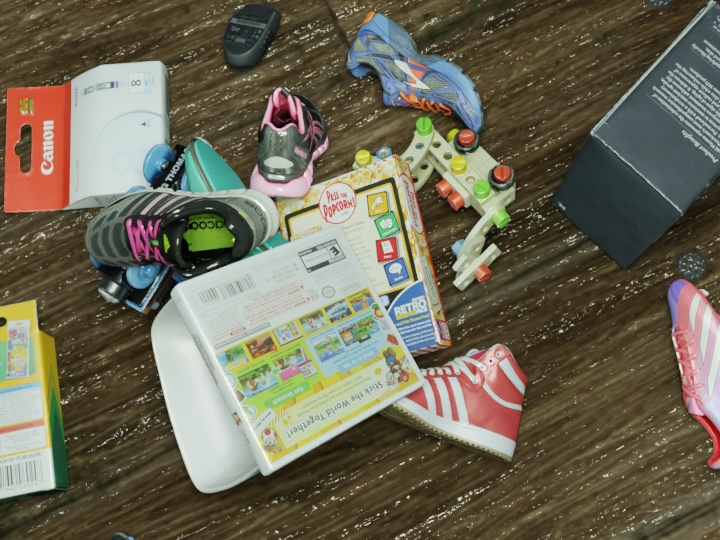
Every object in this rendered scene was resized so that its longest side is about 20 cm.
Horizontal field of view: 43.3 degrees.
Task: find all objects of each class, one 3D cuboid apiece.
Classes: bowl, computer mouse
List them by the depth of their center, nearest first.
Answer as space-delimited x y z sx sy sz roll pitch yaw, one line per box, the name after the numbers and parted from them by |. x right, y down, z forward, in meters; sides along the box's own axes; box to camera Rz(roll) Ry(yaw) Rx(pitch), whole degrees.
-0.128 0.110 0.921 0.074 0.199 0.203 -8 73 -37 | bowl
-0.110 -0.328 1.111 0.058 0.034 0.203 18 70 23 | computer mouse

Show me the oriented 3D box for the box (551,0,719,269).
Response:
0.323 -0.134 0.957 0.196 0.200 0.124 -44 79 -10 | box

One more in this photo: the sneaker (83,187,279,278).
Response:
-0.179 -0.035 0.858 0.196 0.088 0.075 -4 109 10 | sneaker

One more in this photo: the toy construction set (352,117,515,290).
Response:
0.095 -0.084 1.004 0.130 0.092 0.201 -35 77 -8 | toy construction set

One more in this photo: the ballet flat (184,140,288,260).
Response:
-0.127 -0.038 0.931 0.070 0.067 0.201 -40 93 23 | ballet flat

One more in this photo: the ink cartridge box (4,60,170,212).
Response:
-0.322 -0.156 1.056 0.196 0.047 0.163 -4 75 -2 | ink cartridge box

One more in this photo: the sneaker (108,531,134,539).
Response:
-0.316 0.329 0.912 0.198 0.071 0.083 -35 83 -5 | sneaker

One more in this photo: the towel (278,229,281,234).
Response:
-0.037 0.039 1.010 0.199 0.024 0.147 38 80 10 | towel

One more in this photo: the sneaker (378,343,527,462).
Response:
0.086 0.113 0.947 0.197 0.071 0.114 25 75 -16 | sneaker

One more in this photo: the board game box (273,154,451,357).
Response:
0.000 0.000 0.957 0.149 0.046 0.204 -17 78 20 | board game box

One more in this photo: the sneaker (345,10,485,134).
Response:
0.064 -0.215 1.059 0.199 0.075 0.079 39 88 19 | sneaker

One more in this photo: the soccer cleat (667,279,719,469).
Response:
0.367 0.109 0.963 0.075 0.067 0.203 -22 78 0 | soccer cleat

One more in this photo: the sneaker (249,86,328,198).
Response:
-0.077 -0.161 0.989 0.077 0.097 0.201 0 33 2 | sneaker

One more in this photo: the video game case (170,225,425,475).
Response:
-0.053 0.065 0.847 0.198 0.023 0.184 -22 78 -39 | video game case

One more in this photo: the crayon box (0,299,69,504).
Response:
-0.390 0.146 0.974 0.123 0.052 0.204 -11 76 -2 | crayon box

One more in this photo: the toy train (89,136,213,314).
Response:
-0.209 -0.045 0.988 0.086 0.114 0.202 23 77 27 | toy train
